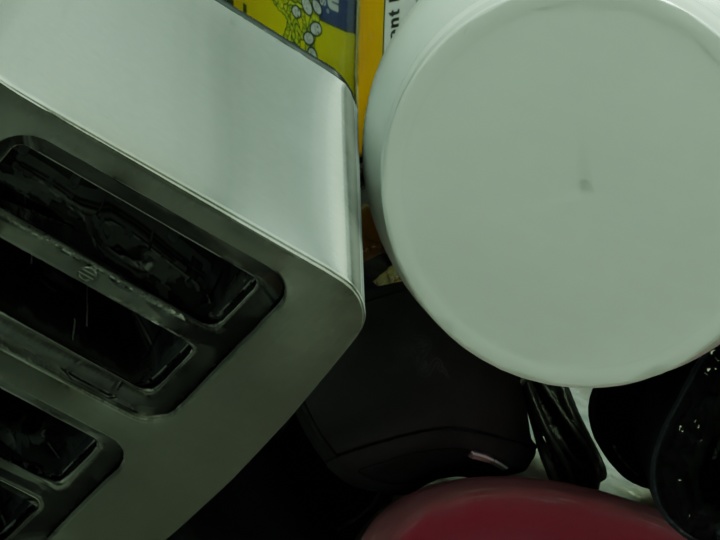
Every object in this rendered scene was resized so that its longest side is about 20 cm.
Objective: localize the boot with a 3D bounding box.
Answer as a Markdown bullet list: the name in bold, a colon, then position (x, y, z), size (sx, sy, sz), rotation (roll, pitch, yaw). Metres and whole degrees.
- **boot**: position (0.169, 0.013, 1.007), size (0.077, 0.200, 0.168), rotation (48, -2, -6)

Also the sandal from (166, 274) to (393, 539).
- **sandal**: position (-0.011, 0.060, 1.009), size (0.076, 0.043, 0.200), rotation (45, 29, -13)

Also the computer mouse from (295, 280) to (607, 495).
- **computer mouse**: position (0.031, 0.012, 1.036), size (0.200, 0.046, 0.141), rotation (13, 54, -57)

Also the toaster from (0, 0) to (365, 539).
- **toaster**: position (-0.106, -0.006, 0.897), size (0.199, 0.181, 0.119), rotation (30, 32, -27)

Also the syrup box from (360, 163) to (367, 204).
- **syrup box**: position (0.027, -0.076, 1.281), size (0.078, 0.082, 0.200), rotation (5, 32, -32)

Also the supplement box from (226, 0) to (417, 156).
- **supplement box**: position (0.048, -0.130, 1.124), size (0.199, 0.110, 0.109), rotation (-15, 29, -32)

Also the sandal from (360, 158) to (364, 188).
- **sandal**: position (-0.046, -0.047, 1.159), size (0.199, 0.043, 0.076), rotation (-15, 31, -14)

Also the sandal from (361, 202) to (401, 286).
- **sandal**: position (0.002, 0.003, 1.123), size (0.210, 0.070, 0.078), rotation (6, 30, -29)

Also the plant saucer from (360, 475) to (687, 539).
- **plant saucer**: position (0.084, 0.145, 0.940), size (0.199, 0.051, 0.201), rotation (18, 26, -9)

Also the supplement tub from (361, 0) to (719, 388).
- **supplement tub**: position (0.076, -0.046, 0.950), size (0.144, 0.146, 0.200), rotation (22, 14, 1)
